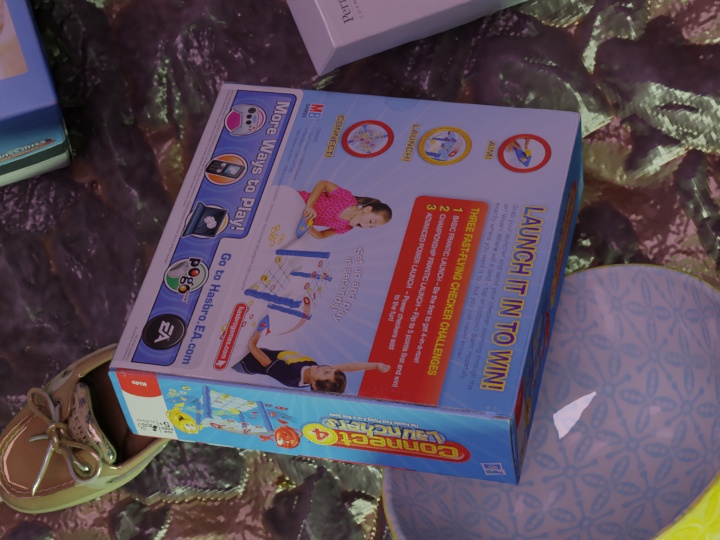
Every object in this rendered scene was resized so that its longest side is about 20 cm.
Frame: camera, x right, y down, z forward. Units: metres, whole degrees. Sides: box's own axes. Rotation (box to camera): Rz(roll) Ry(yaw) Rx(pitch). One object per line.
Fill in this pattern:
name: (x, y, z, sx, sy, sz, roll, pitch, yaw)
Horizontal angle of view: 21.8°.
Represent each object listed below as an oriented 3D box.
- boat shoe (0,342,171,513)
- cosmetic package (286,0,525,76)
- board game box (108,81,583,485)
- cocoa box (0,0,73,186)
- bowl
boat shoe: (-0.126, 0.068, 1.019, 0.200, 0.063, 0.073, -34, 82, 11)
cosmetic package: (0.011, -0.220, 0.968, 0.151, 0.052, 0.200, -22, 83, -13)
board game box: (0.000, 0.000, 0.937, 0.195, 0.056, 0.200, 7, 51, 14)
cocoa box: (-0.268, -0.101, 0.989, 0.200, 0.131, 0.134, -18, 81, -9)
bowl: (0.122, 0.104, 0.924, 0.200, 0.200, 0.108, -29, 125, 11)
